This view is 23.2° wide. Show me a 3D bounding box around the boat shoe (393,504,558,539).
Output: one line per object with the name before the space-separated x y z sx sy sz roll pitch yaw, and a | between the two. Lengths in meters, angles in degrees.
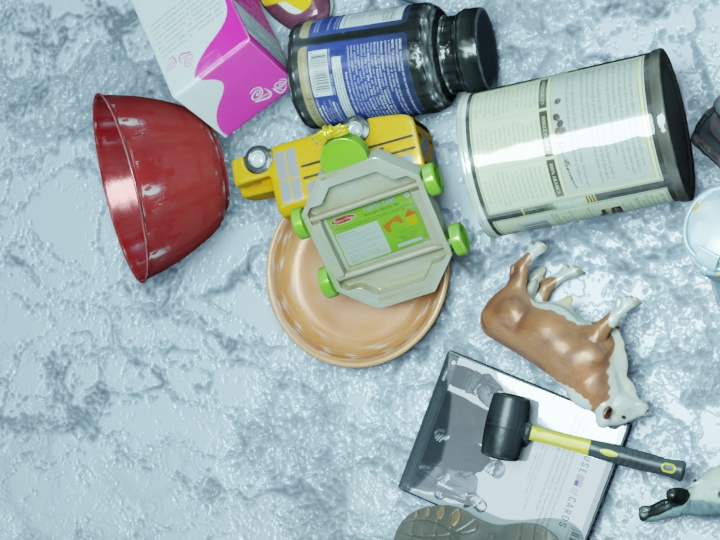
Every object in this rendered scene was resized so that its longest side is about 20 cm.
boat shoe | 0.118 0.285 1.716 0.199 0.073 0.075 6 54 42

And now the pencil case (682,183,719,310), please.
pencil case | 0.348 -0.016 1.605 0.091 0.200 0.083 -43 67 4

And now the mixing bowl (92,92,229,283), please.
mixing bowl | -0.201 -0.097 1.824 0.108 0.200 0.201 -14 79 -15

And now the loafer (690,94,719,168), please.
loafer | 0.392 -0.079 1.670 0.063 0.072 0.200 -48 65 30

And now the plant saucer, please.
plant saucer | 0.000 0.000 1.809 0.199 0.037 0.202 -2 85 20

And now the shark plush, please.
shark plush | 0.360 0.226 1.650 0.199 0.091 0.084 -14 111 13

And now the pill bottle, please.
pill bottle | 0.033 -0.210 1.775 0.199 0.112 0.113 -6 83 19

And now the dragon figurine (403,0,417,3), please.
dragon figurine | 0.038 -0.312 1.810 0.199 0.059 0.100 33 97 19

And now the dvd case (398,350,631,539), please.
dvd case | 0.152 0.185 1.746 0.199 0.025 0.151 22 92 19

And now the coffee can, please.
coffee can | 0.208 -0.120 1.688 0.199 0.146 0.147 -11 82 18

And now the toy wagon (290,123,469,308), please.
toy wagon | 0.011 -0.060 1.720 0.154 0.040 0.201 -18 112 17

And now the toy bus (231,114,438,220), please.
toy bus | -0.026 -0.103 1.774 0.199 0.065 0.079 -16 80 16

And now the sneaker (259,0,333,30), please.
sneaker | -0.104 -0.336 1.845 0.075 0.090 0.201 -37 74 13

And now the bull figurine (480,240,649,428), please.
bull figurine | 0.208 0.063 1.707 0.200 0.065 0.122 33 91 27

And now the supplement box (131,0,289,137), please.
supplement box | -0.160 -0.255 1.821 0.101 0.103 0.201 -34 54 13

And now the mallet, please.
mallet | 0.212 0.179 1.696 0.199 0.041 0.066 21 90 16
